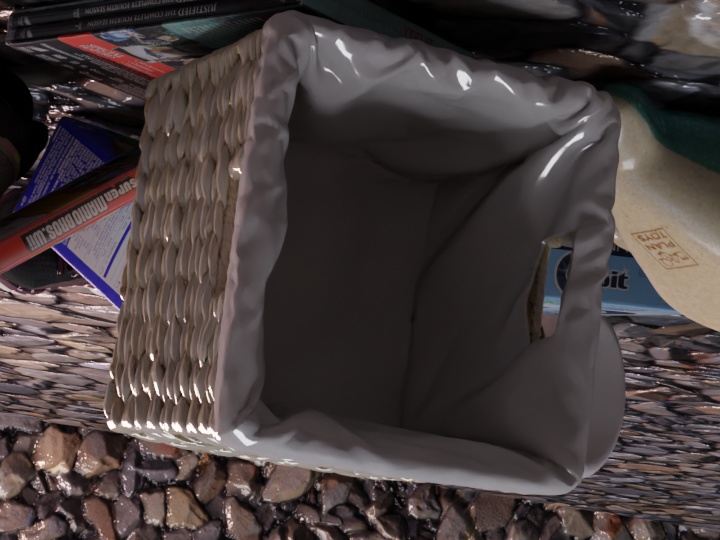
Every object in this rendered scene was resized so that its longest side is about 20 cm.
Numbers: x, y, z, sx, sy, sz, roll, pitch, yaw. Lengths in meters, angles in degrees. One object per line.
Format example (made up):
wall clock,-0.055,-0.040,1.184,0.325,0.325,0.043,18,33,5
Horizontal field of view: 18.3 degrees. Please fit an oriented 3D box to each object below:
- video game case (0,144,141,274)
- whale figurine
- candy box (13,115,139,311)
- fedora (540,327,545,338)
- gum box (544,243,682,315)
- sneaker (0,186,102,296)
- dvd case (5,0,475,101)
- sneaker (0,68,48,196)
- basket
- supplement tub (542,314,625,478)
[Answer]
video game case,-0.163,-0.031,1.215,0.199,0.018,0.143,-30,-170,-17
whale figurine,0.191,-0.047,1.205,0.199,0.104,0.159,37,159,-20
candy box,-0.087,-0.005,1.359,0.168,0.077,0.200,16,-164,-45
fedora,0.044,0.032,1.521,0.199,0.202,0.082,9,142,-13
gum box,0.104,0.000,1.392,0.168,0.045,0.200,6,177,-19
sneaker,-0.176,-0.023,1.583,0.115,0.077,0.200,-5,176,27
dvd case,-0.062,-0.113,1.143,0.199,0.022,0.145,-1,167,38
sneaker,-0.222,-0.077,1.283,0.074,0.088,0.200,43,180,-15
basket,0.000,0.000,1.091,0.198,0.200,0.160,11,171,-28
supplement tub,0.100,0.095,1.812,0.199,0.146,0.144,-1,167,36
